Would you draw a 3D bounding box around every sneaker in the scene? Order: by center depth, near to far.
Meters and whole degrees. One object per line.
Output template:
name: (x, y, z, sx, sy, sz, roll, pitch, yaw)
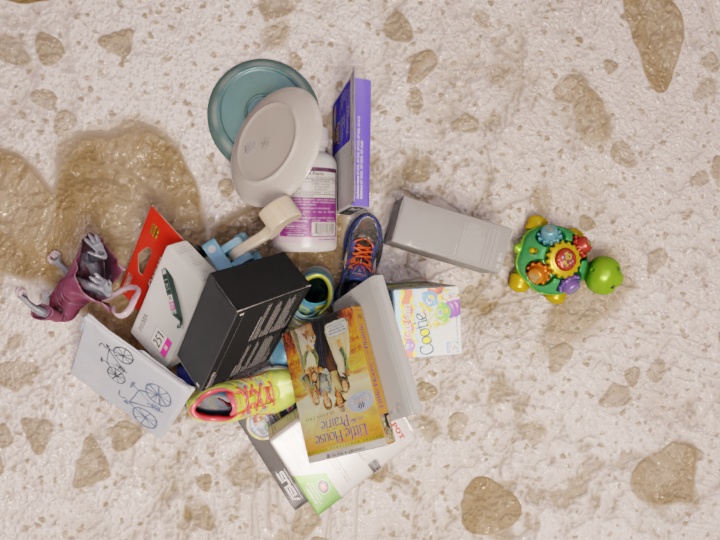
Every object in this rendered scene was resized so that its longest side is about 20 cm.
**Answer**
sneaker: (-0.183, 0.208, 0.874, 0.197, 0.090, 0.079, -12, 90, -10)
sneaker: (-0.106, 0.085, 0.907, 0.079, 0.131, 0.202, 23, 89, -6)
sneaker: (0.000, 0.000, 0.945, 0.074, 0.078, 0.203, 10, 90, -7)

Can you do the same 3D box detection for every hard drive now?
hard drive: (0.019, 0.125, 0.817, 0.026, 0.132, 0.202, -4, 70, -35)

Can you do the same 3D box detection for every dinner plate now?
dinner plate: (-0.143, -0.200, 0.862, 0.198, 0.024, 0.203, -12, 70, 34)

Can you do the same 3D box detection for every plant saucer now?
plant saucer: (-0.168, -0.271, 0.948, 0.197, 0.027, 0.203, 0, 91, -7)

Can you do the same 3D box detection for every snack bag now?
snack bag: (-0.372, 0.174, 0.871, 0.199, 0.021, 0.189, 36, 131, -3)

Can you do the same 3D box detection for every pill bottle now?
pill bottle: (-0.094, -0.134, 0.908, 0.111, 0.112, 0.203, 0, 95, -7)

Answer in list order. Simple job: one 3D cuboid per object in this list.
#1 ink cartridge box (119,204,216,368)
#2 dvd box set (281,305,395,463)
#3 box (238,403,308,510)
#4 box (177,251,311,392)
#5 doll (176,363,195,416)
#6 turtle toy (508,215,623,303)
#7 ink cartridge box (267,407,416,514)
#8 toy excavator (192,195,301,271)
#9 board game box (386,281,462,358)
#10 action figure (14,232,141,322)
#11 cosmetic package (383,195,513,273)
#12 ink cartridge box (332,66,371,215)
ink cartridge box: (-0.315, 0.029, 0.851, 0.173, 0.043, 0.201, 43, 123, 12)
dvd box set: (-0.038, 0.170, 0.809, 0.145, 0.029, 0.202, -23, 74, 30)
box: (-0.100, 0.285, 0.953, 0.159, 0.044, 0.201, -31, 94, -7)
box: (-0.181, 0.079, 0.833, 0.079, 0.141, 0.201, 47, 129, 17)
doll: (-0.275, 0.137, 0.929, 0.135, 0.048, 0.203, -12, 92, -8)
turtle toy: (0.368, -0.013, 0.976, 0.198, 0.101, 0.147, 17, 89, -7)
ink cartridge box: (-0.031, 0.268, 0.896, 0.199, 0.084, 0.146, -33, 94, -12)
toy excavator: (-0.185, -0.031, 0.869, 0.199, 0.195, 0.100, -36, 84, -11)
board game box: (0.088, 0.075, 0.895, 0.102, 0.200, 0.106, -3, 91, -6)
action figure: (-0.451, 0.031, 0.874, 0.149, 0.135, 0.199, 39, 125, -22)
cosmetic package: (0.147, -0.059, 0.949, 0.198, 0.107, 0.091, 19, 89, -8)
ink cartridge box: (-0.012, -0.197, 0.880, 0.043, 0.200, 0.201, 0, 91, -11)
